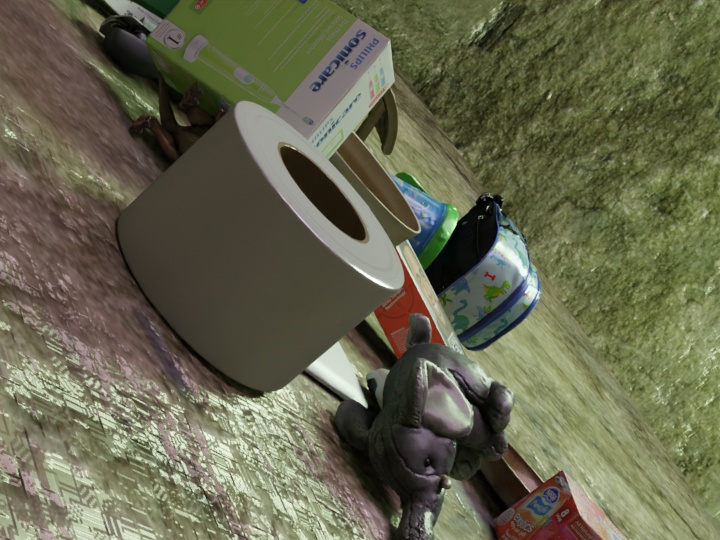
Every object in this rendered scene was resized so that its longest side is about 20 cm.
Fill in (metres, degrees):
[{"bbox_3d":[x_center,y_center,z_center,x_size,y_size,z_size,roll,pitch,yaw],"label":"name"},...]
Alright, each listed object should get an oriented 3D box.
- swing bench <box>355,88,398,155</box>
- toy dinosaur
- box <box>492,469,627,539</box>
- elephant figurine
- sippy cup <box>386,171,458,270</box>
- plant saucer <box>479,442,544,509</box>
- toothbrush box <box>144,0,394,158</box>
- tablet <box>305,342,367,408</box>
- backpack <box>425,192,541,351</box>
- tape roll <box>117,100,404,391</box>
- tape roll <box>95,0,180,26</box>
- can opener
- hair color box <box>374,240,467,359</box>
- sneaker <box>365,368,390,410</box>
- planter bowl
[{"bbox_3d":[-0.043,-0.194,1.661,0.130,0.200,0.199,46,12,-24],"label":"swing bench"},{"bbox_3d":[-0.145,-0.110,1.322,0.200,0.086,0.136,39,-4,26],"label":"toy dinosaur"},{"bbox_3d":[0.241,0.322,1.401,0.200,0.100,0.096,48,11,-19],"label":"box"},{"bbox_3d":[0.051,0.143,1.191,0.155,0.142,0.200,25,18,24],"label":"elephant figurine"},{"bbox_3d":[0.042,-0.066,1.801,0.130,0.140,0.178,38,2,-11],"label":"sippy cup"},{"bbox_3d":[0.191,0.259,1.529,0.200,0.037,0.200,47,6,-6],"label":"plant saucer"},{"bbox_3d":[-0.088,-0.209,1.323,0.200,0.146,0.086,35,-14,17],"label":"toothbrush box"},{"bbox_3d":[-0.069,0.050,1.268,0.200,0.014,0.130,41,15,-44],"label":"tablet"},{"bbox_3d":[0.158,0.018,1.828,0.147,0.183,0.200,47,17,-13],"label":"backpack"},{"bbox_3d":[-0.080,-0.020,1.094,0.203,0.139,0.203,44,16,-17],"label":"tape roll"},{"bbox_3d":[-0.214,-0.285,1.465,0.200,0.048,0.200,31,-7,4],"label":"tape roll"},{"bbox_3d":[-0.214,-0.211,1.475,0.200,0.053,0.067,41,47,-43],"label":"can opener"},{"bbox_3d":[0.063,0.060,1.538,0.200,0.061,0.102,62,11,-2],"label":"hair color box"},{"bbox_3d":[0.077,0.141,1.386,0.200,0.081,0.075,36,20,-48],"label":"sneaker"},{"bbox_3d":[-0.050,-0.079,1.440,0.200,0.135,0.200,49,11,-13],"label":"planter bowl"}]
